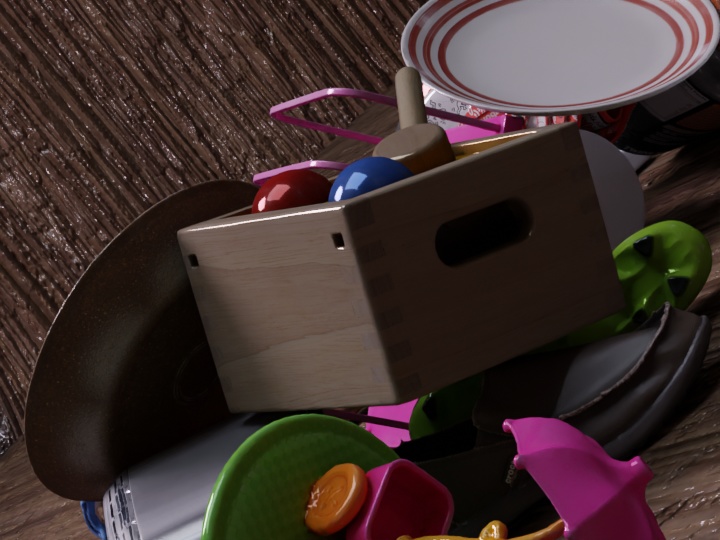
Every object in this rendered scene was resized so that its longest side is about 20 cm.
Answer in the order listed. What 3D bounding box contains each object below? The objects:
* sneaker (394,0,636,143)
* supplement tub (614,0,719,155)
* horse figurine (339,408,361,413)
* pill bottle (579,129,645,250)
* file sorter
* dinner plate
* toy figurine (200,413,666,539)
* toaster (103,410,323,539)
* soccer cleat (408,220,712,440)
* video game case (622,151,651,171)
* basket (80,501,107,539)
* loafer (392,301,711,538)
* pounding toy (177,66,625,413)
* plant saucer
[{"bbox_3d":[0.107,-0.104,1.658,0.067,0.108,0.201,20,-57,-45],"label":"sneaker"},{"bbox_3d":[0.230,-0.156,1.676,0.123,0.123,0.200,-44,9,-24],"label":"supplement tub"},{"bbox_3d":[-0.065,0.121,1.792,0.200,0.050,0.132,-36,21,-35],"label":"horse figurine"},{"bbox_3d":[0.093,-0.022,1.612,0.116,0.116,0.200,-44,8,-25],"label":"pill bottle"},{"bbox_3d":[0.000,0.000,1.508,0.139,0.125,0.201,172,109,-67],"label":"file sorter"},{"bbox_3d":[0.125,-0.141,1.555,0.199,0.024,0.201,-4,34,3],"label":"dinner plate"},{"bbox_3d":[0.040,0.136,1.021,0.184,0.150,0.201,-20,42,44],"label":"toy figurine"},{"bbox_3d":[-0.056,0.147,1.282,0.129,0.114,0.200,-23,18,-2],"label":"toaster"},{"bbox_3d":[0.115,0.044,1.374,0.200,0.068,0.081,-38,-10,17],"label":"soccer cleat"},{"bbox_3d":[0.118,-0.026,1.872,0.200,0.023,0.182,-43,8,-9],"label":"video game case"},{"bbox_3d":[-0.112,0.120,1.609,0.200,0.138,0.177,-16,-58,-83],"label":"basket"},{"bbox_3d":[0.088,0.074,1.253,0.200,0.071,0.073,-38,8,20],"label":"loafer"},{"bbox_3d":[0.023,-0.025,1.296,0.199,0.143,0.184,-21,8,-35],"label":"pounding toy"},{"bbox_3d":[-0.097,0.047,1.357,0.200,0.037,0.201,-38,-34,-31],"label":"plant saucer"}]
